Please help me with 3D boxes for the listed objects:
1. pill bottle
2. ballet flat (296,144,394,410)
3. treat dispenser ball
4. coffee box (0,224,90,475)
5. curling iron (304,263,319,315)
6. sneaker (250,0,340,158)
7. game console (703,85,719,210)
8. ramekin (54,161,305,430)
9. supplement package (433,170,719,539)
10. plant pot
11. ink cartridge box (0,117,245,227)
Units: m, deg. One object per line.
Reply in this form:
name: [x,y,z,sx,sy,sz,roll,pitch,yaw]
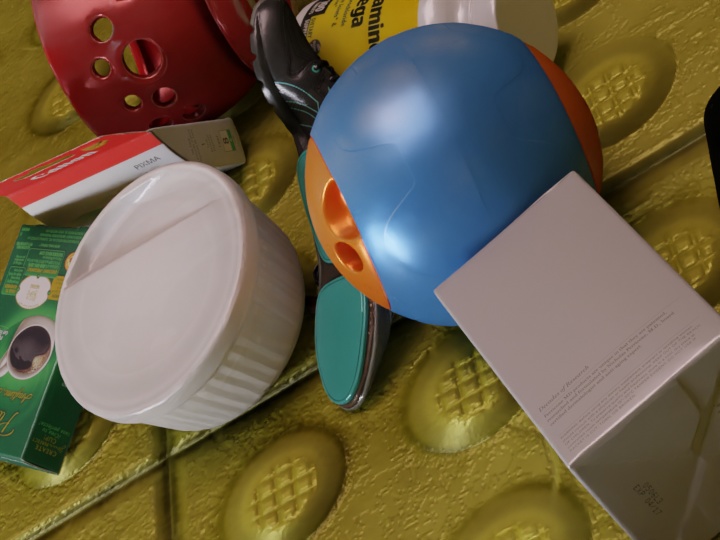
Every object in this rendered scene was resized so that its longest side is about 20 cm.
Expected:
pill bottle: [0.048,-0.174,1.453,0.199,0.112,0.113,-9,48,39]
ballet flat: [0.000,0.000,1.351,0.067,0.063,0.201,-21,73,48]
treat dispenser ball: [0.062,-0.064,1.251,0.200,0.201,0.201,-26,39,23]
coffee box: [-0.264,0.062,1.541,0.123,0.044,0.201,3,71,45]
curling iron: [-0.069,0.018,1.448,0.199,0.026,0.050,-8,55,38]
sneaker: [-0.021,-0.120,1.425,0.079,0.201,0.075,-21,9,16]
game console: [0.317,-0.079,1.175,0.201,0.116,0.176,-89,25,-46]
ramekin: [-0.130,0.027,1.409,0.202,0.094,0.203,-20,57,34]
supplement package: [0.153,0.055,1.110,0.120,0.121,0.200,-41,36,3]
plant pot: [-0.162,-0.221,1.641,0.182,0.201,0.201,-21,41,19]
ink cartridge box: [-0.212,-0.074,1.563,0.160,0.050,0.200,-21,0,28]
